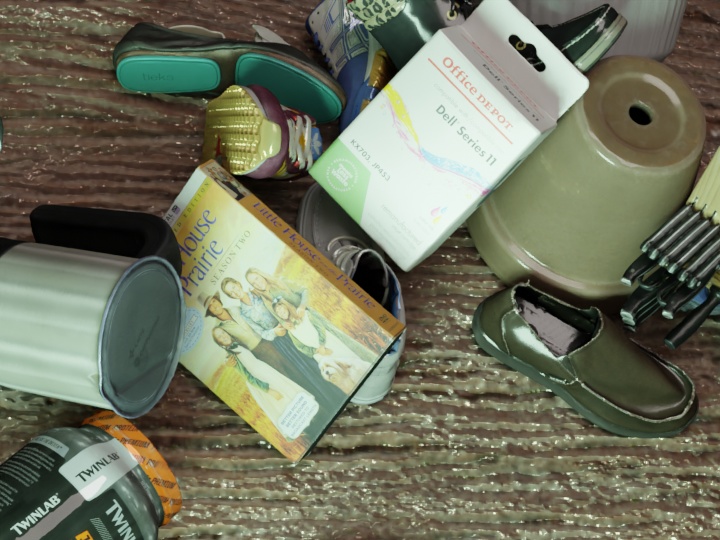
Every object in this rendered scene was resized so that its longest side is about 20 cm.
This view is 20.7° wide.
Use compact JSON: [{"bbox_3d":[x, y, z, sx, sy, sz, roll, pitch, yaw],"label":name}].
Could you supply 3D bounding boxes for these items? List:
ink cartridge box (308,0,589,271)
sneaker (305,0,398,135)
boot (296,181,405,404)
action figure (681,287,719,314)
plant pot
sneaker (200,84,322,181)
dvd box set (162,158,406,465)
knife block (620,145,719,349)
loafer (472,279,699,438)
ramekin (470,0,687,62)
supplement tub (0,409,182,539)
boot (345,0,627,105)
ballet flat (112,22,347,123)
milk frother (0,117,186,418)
[{"bbox_3d":[0.070,-0.111,1.543,0.117,0.200,0.067,45,20,5],"label":"ink cartridge box"},{"bbox_3d":[-0.005,-0.189,1.695,0.088,0.075,0.200,1,68,19],"label":"sneaker"},{"bbox_3d":[0.000,0.000,1.572,0.073,0.096,0.200,-5,65,-18],"label":"boot"},{"bbox_3d":[0.383,0.011,1.658,0.105,0.200,0.194,48,58,-41],"label":"action figure"},{"bbox_3d":[0.204,-0.087,1.630,0.200,0.175,0.200,7,61,-13],"label":"plant pot"},{"bbox_3d":[-0.067,-0.107,1.557,0.090,0.200,0.075,4,94,-16],"label":"sneaker"},{"bbox_3d":[-0.081,0.033,1.511,0.200,0.146,0.029,42,28,7],"label":"dvd box set"},{"bbox_3d":[0.300,-0.020,1.618,0.064,0.176,0.200,41,31,26],"label":"knife block"},{"bbox_3d":[0.188,0.072,1.601,0.200,0.071,0.073,25,60,-2],"label":"loafer"},{"bbox_3d":[0.188,-0.232,1.698,0.202,0.202,0.094,-3,108,-17],"label":"ramekin"},{"bbox_3d":[-0.230,0.195,1.393,0.123,0.123,0.200,45,62,10],"label":"supplement tub"},{"bbox_3d":[0.097,-0.199,1.586,0.154,0.203,0.073,53,37,-12],"label":"boot"},{"bbox_3d":[-0.106,-0.176,1.645,0.200,0.068,0.068,11,46,-1],"label":"ballet flat"},{"bbox_3d":[-0.237,-0.014,1.415,0.188,0.200,0.181,8,59,24],"label":"milk frother"}]
